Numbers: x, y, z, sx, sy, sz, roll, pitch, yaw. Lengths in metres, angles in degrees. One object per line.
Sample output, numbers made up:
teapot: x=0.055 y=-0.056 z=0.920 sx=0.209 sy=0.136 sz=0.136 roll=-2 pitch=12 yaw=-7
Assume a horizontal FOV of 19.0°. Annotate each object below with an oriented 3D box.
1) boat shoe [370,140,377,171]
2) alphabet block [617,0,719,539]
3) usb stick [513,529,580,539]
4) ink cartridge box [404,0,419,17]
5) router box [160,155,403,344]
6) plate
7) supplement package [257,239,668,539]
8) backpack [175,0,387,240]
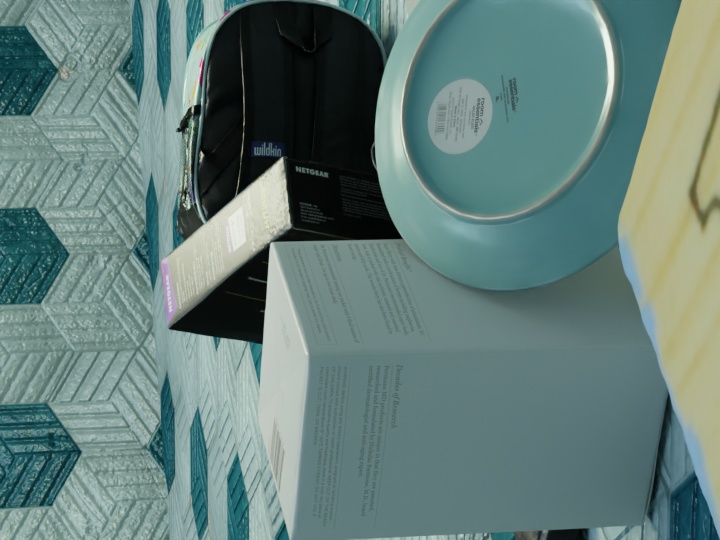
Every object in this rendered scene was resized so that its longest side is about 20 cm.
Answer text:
boat shoe: x=0.054 y=-0.035 z=1.468 sx=0.201 sy=0.062 sz=0.073 roll=-110 pitch=25 yaw=-53
alphabet block: x=0.191 y=-0.021 z=0.531 sx=0.201 sy=0.193 sz=0.197 roll=99 pitch=162 yaw=-45
usb stick: x=0.098 y=0.124 z=1.359 sx=0.200 sy=0.032 sz=0.056 roll=-118 pitch=37 yaw=-64
ink cartridge box: x=0.079 y=-0.190 z=1.279 sx=0.147 sy=0.082 sz=0.201 roll=104 pitch=159 yaw=-53
router box: x=0.000 y=0.000 z=1.305 sx=0.149 sy=0.199 sz=0.052 roll=-36 pitch=53 yaw=46
plate: x=0.082 y=-0.090 z=1.121 sx=0.199 sy=0.025 sz=0.202 roll=-10 pitch=73 yaw=35
supplement package: x=0.053 y=0.062 z=1.160 sx=0.122 sy=0.198 sz=0.121 roll=-111 pitch=23 yaw=-58
backpack: x=-0.063 y=-0.117 z=1.748 sx=0.150 sy=0.176 sz=0.202 roll=175 pitch=97 yaw=-73
